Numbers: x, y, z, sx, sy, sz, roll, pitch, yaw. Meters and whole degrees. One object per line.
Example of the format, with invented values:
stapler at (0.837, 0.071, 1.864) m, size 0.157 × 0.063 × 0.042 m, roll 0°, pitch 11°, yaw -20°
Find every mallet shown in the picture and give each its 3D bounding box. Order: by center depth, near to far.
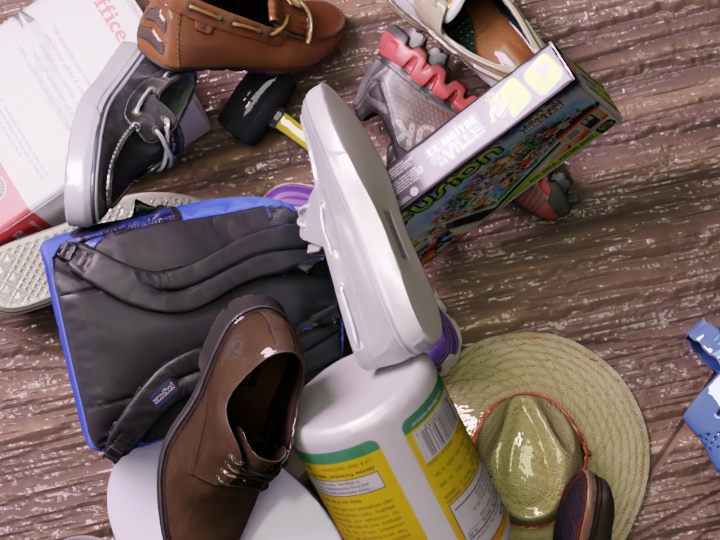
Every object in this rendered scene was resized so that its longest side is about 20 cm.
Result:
mallet at (-0.017, -0.097, 1.255) m, size 0.199 × 0.041 × 0.066 m, roll 30°, pitch 95°, yaw 15°

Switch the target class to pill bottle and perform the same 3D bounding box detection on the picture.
pill bottle at (0.037, 0.161, 1.114) m, size 0.112 × 0.113 × 0.201 m, roll -27°, pitch 110°, yaw 1°

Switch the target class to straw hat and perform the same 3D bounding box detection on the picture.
straw hat at (0.124, 0.140, 1.184) m, size 0.199 × 0.085 × 0.203 m, roll -1°, pitch 80°, yaw 7°

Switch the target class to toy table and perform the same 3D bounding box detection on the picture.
toy table at (-0.087, 0.202, 1.181) m, size 0.184 × 0.117 × 0.200 m, roll -44°, pitch 78°, yaw -2°

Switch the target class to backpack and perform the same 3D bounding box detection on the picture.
backpack at (-0.121, 0.023, 1.162) m, size 0.198 × 0.168 × 0.164 m, roll -14°, pitch 102°, yaw -13°

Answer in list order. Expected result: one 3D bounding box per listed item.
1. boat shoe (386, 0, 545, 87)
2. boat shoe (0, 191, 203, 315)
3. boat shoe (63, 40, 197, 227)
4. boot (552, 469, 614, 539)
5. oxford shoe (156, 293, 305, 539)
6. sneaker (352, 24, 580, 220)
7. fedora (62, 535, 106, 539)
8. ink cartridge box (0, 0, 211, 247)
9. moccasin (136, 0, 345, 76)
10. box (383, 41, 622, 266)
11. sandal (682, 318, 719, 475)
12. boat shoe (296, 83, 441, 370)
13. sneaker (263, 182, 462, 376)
boat shoe at (0.081, -0.210, 1.259) m, size 0.200 × 0.068 × 0.075 m, roll 42°, pitch 86°, yaw 12°
boat shoe at (-0.202, -0.012, 1.260) m, size 0.198 × 0.062 × 0.075 m, roll -17°, pitch 86°, yaw -13°
boat shoe at (-0.159, -0.102, 1.138) m, size 0.070 × 0.073 × 0.201 m, roll 9°, pitch 41°, yaw 2°
boot at (0.185, 0.228, 1.142) m, size 0.096 × 0.075 × 0.202 m, roll 1°, pitch 119°, yaw -3°
oxford shoe at (-0.087, 0.124, 1.067) m, size 0.072 × 0.084 × 0.202 m, roll 5°, pitch 112°, yaw -27°
sneaker at (0.075, -0.096, 1.241) m, size 0.200 × 0.071 × 0.098 m, roll 41°, pitch 99°, yaw 4°
fedora at (-0.198, 0.298, 1.139) m, size 0.176 × 0.090 × 0.201 m, roll 35°, pitch 129°, yaw 16°
ink cartridge box at (-0.239, -0.127, 1.272) m, size 0.199 × 0.084 × 0.145 m, roll -34°, pitch 78°, yaw 0°
moccasin at (-0.083, -0.196, 1.220) m, size 0.074 × 0.200 × 0.078 m, roll 42°, pitch 121°, yaw 35°
box at (0.084, -0.076, 1.149) m, size 0.199 × 0.110 × 0.035 m, roll -37°, pitch 66°, yaw 17°
sandal at (0.278, 0.113, 1.181) m, size 0.086 × 0.080 × 0.202 m, roll 5°, pitch 72°, yaw 11°
boat shoe at (-0.008, -0.028, 1.093) m, size 0.068 × 0.072 × 0.202 m, roll -27°, pitch 79°, yaw 19°
sneaker at (0.000, 0.000, 1.224) m, size 0.200 × 0.083 × 0.081 m, roll 40°, pitch 86°, yaw 13°
